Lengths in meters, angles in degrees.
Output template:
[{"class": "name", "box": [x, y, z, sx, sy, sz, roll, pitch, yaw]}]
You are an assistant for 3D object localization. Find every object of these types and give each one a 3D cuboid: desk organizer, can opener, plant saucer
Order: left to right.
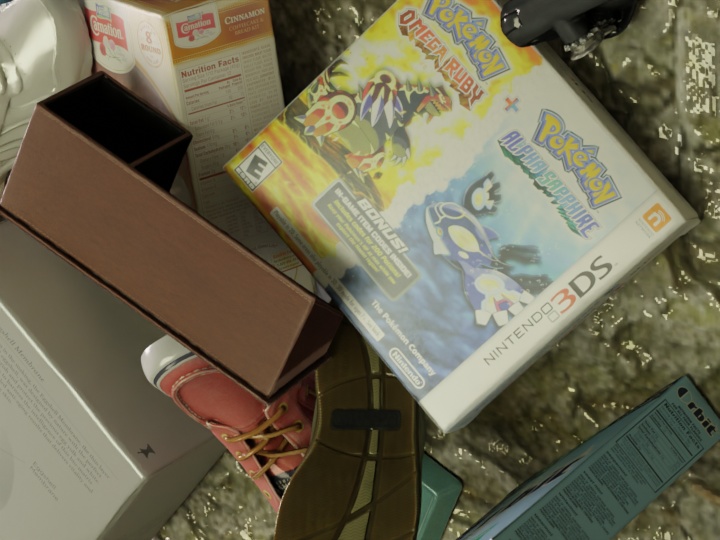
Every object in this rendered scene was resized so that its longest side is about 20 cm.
[{"class": "desk organizer", "box": [-0.100, -0.021, 1.313, 0.200, 0.072, 0.077, 35, 124, 13]}, {"class": "plant saucer", "box": [0.008, 0.190, 1.527, 0.070, 0.019, 0.200, 37, 132, 21]}, {"class": "can opener", "box": [0.148, -0.163, 1.191, 0.200, 0.063, 0.079, -19, 98, 45]}]

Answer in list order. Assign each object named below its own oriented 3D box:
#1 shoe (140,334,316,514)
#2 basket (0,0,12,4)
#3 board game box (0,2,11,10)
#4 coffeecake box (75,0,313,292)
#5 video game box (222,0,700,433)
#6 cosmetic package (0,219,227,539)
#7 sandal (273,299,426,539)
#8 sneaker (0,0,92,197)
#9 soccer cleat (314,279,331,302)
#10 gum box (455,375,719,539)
[{"class": "shoe", "box": [-0.052, 0.091, 1.399, 0.071, 0.200, 0.091, -30, 66, 18]}, {"class": "basket", "box": [-0.186, -0.249, 1.335, 0.139, 0.200, 0.176, -29, 90, 39]}, {"class": "board game box", "box": [-0.248, -0.240, 1.512, 0.200, 0.034, 0.135, 36, 131, 22]}, {"class": "coffeecake box", "box": [-0.108, -0.079, 1.418, 0.154, 0.073, 0.200, 24, 128, 55]}, {"class": "video game box", "box": [0.053, -0.043, 1.294, 0.182, 0.047, 0.200, -43, 81, 13]}, {"class": "cosmetic package", "box": [-0.205, 0.090, 1.584, 0.199, 0.123, 0.200, 50, 136, 10]}, {"class": "sandal", "box": [0.000, 0.107, 1.345, 0.080, 0.200, 0.054, 4, 161, 9]}, {"class": "sneaker", "box": [-0.238, -0.090, 1.409, 0.078, 0.099, 0.200, 51, 118, 23]}, {"class": "soccer cleat", "box": [0.000, 0.000, 1.412, 0.073, 0.068, 0.200, 39, 142, 53]}, {"class": "gum box", "box": [0.091, 0.150, 1.304, 0.045, 0.200, 0.170, 53, 135, 4]}]
